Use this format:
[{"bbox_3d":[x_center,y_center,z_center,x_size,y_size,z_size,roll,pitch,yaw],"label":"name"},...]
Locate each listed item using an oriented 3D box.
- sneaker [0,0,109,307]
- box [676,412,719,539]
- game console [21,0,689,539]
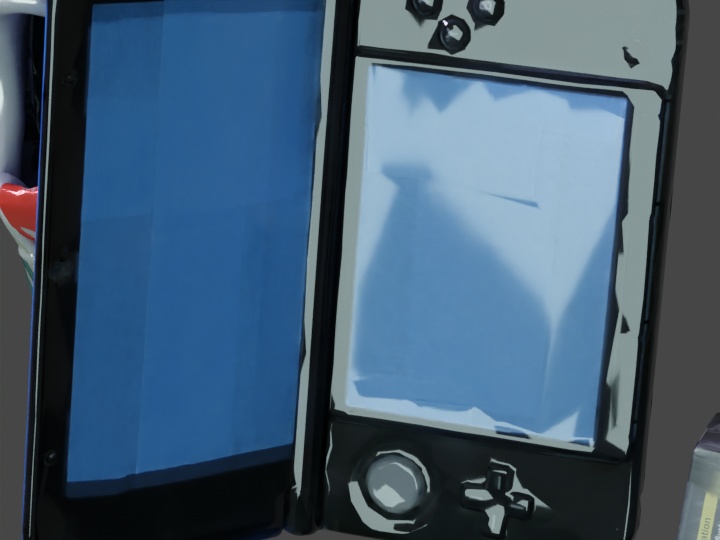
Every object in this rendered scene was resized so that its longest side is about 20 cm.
[{"bbox_3d":[-0.088,-0.006,0.923,0.070,0.093,0.201,-3,101,18],"label":"sneaker"},{"bbox_3d":[0.166,0.160,0.906,0.160,0.049,0.202,11,105,13],"label":"box"},{"bbox_3d":[0.000,0.000,0.885,0.169,0.118,0.202,8,105,15],"label":"game console"}]
